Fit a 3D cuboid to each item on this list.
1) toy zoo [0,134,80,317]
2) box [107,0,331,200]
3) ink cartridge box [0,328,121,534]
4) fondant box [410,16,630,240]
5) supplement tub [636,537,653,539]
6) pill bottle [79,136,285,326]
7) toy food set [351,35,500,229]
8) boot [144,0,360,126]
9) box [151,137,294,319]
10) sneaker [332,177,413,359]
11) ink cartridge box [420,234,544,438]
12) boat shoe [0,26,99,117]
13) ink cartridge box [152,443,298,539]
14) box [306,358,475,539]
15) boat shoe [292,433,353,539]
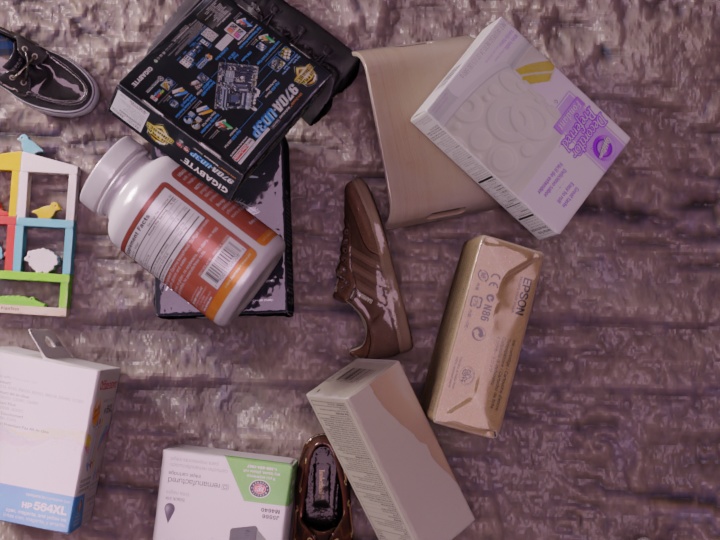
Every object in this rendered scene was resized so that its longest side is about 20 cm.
[{"bbox_3d":[-0.385,-0.052,1.693,0.130,0.020,0.202,3,87,1],"label":"toy zoo"},{"bbox_3d":[-0.143,-0.188,1.568,0.158,0.046,0.200,36,49,0],"label":"box"},{"bbox_3d":[-0.343,0.167,1.629,0.124,0.129,0.202,12,88,1],"label":"ink cartridge box"},{"bbox_3d":[0.175,-0.154,1.639,0.200,0.058,0.145,42,74,-10],"label":"fondant box"},{"bbox_3d":[0.304,0.401,1.609,0.131,0.132,0.201,31,89,2],"label":"supplement tub"},{"bbox_3d":[-0.184,-0.044,1.541,0.199,0.112,0.113,38,88,3],"label":"pill bottle"},{"bbox_3d":[0.075,-0.156,1.671,0.142,0.060,0.202,-10,89,-20],"label":"toy food set"},{"bbox_3d":[-0.121,-0.230,1.681,0.200,0.066,0.165,39,90,-2],"label":"boot"},{"bbox_3d":[-0.149,-0.048,1.648,0.146,0.104,0.202,-1,87,1],"label":"box"},{"bbox_3d":[0.000,0.000,1.661,0.075,0.070,0.202,-15,87,1],"label":"sneaker"},{"bbox_3d":[0.127,0.070,1.609,0.074,0.165,0.202,15,88,-2],"label":"ink cartridge box"},{"bbox_3d":[-0.387,-0.234,1.678,0.199,0.066,0.070,31,88,2],"label":"boat shoe"},{"bbox_3d":[-0.152,0.300,1.642,0.144,0.084,0.202,6,88,1],"label":"ink cartridge box"},{"bbox_3d":[0.032,0.200,1.606,0.077,0.095,0.201,-33,106,-28],"label":"box"},{"bbox_3d":[-0.043,0.281,1.650,0.070,0.070,0.202,-3,89,0],"label":"boat shoe"}]
